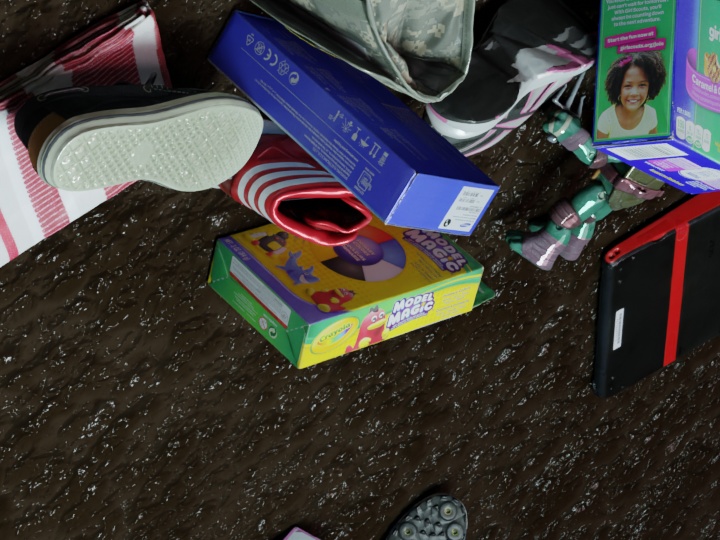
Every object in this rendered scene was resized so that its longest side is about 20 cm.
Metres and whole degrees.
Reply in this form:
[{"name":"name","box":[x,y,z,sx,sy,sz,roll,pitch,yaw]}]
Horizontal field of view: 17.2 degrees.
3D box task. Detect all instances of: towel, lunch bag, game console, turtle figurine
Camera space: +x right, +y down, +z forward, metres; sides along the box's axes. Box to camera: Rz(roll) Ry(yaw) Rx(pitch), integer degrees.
[{"name":"towel","box":[-0.205,-0.076,1.561,0.200,0.023,0.144,-35,146,-19]},{"name":"lunch bag","box":[-0.013,-0.205,1.514,0.118,0.164,0.200,-40,146,-20]},{"name":"game console","box":[0.287,0.015,2.211,0.177,0.031,0.200,-27,141,-21]},{"name":"turtle figurine","box":[0.204,-0.093,1.944,0.150,0.101,0.200,7,125,-51]}]

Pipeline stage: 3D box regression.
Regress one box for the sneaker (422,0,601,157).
[{"name":"sneaker","box":[0.104,-0.141,1.796,0.200,0.080,0.086,-30,161,-39]}]

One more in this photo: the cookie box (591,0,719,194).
[{"name":"cookie box","box":[0.251,-0.175,1.834,0.171,0.075,0.200,18,72,-54]}]

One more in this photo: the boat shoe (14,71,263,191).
[{"name":"boat shoe","box":[-0.141,-0.091,1.544,0.200,0.062,0.075,-8,129,-48]}]

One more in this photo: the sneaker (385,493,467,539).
[{"name":"sneaker","box":[0.042,0.289,2.191,0.072,0.072,0.200,-72,-175,-75]}]

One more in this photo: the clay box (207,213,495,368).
[{"name":"clay box","box":[0.000,0.000,1.786,0.200,0.115,0.048,-19,137,-37]}]

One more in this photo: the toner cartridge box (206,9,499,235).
[{"name":"toner cartridge box","box":[-0.006,-0.099,1.598,0.095,0.200,0.043,9,119,-51]}]

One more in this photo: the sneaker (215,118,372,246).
[{"name":"sneaker","box":[-0.012,-0.058,1.711,0.200,0.116,0.078,-12,133,-41]}]

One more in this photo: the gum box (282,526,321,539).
[{"name":"gum box","box":[-0.087,0.328,2.019,0.200,0.066,0.114,-45,152,-38]}]
